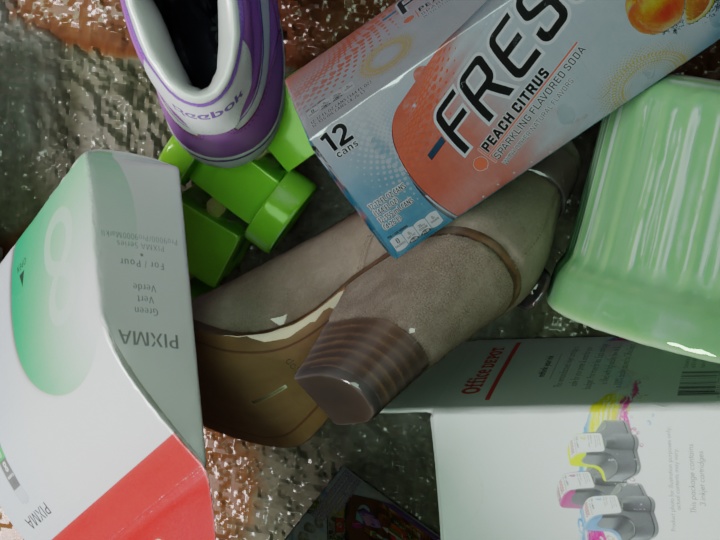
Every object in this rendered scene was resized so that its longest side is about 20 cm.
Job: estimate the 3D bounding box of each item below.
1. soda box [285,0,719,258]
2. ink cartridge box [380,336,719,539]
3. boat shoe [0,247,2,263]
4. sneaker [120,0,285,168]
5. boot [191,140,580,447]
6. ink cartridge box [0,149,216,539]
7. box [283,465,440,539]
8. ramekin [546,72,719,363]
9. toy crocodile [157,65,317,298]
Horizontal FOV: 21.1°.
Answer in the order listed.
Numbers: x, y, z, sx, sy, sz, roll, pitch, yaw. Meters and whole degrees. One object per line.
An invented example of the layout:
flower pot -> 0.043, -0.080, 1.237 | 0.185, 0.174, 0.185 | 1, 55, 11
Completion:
soda box -> 0.071, -0.093, 0.725 | 0.200, 0.068, 0.064 | -35, 116, 6
ink cartridge box -> 0.099, 0.074, 0.830 | 0.199, 0.115, 0.068 | -2, 102, 14
boat shoe -> -0.205, 0.010, 0.908 | 0.062, 0.075, 0.201 | 18, 106, 11
sneaker -> -0.071, -0.153, 0.803 | 0.072, 0.114, 0.201 | -15, 76, 4
boot -> 0.000, 0.000, 0.806 | 0.200, 0.146, 0.070 | 3, 136, 51
ink cartridge box -> -0.115, 0.075, 0.793 | 0.161, 0.050, 0.201 | -41, 48, 52
box -> 0.017, 0.163, 0.822 | 0.137, 0.200, 0.039 | 35, 105, 4
ramekin -> 0.179, -0.017, 0.755 | 0.199, 0.200, 0.098 | 11, 97, 11
toy crocodile -> -0.073, -0.013, 0.886 | 0.067, 0.062, 0.200 | 37, 111, 3
